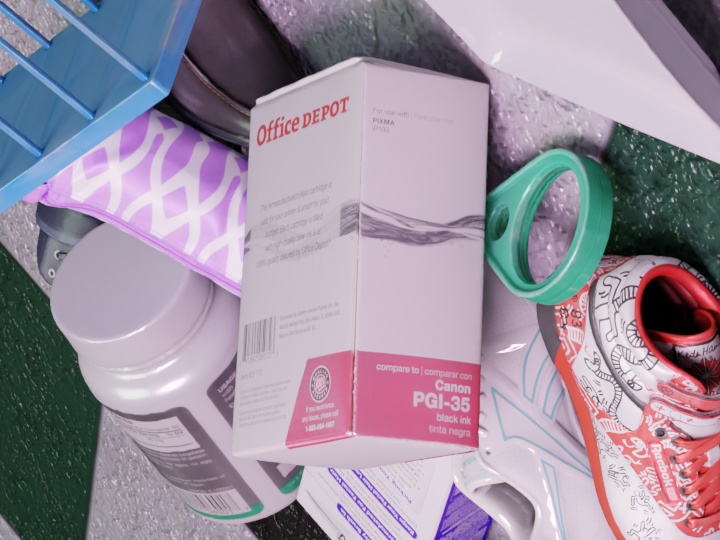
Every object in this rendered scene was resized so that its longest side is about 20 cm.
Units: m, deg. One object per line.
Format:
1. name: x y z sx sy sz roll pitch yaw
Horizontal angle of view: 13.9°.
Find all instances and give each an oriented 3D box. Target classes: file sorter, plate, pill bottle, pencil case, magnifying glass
1. file sorter: -0.196 -0.134 1.636 0.123 0.139 0.200 39 132 -23
2. plate: 0.085 -0.131 1.388 0.199 0.032 0.200 29 171 43
3. pill bottle: -0.104 0.060 1.811 0.113 0.113 0.200 33 164 40
4. pencil case: -0.091 -0.030 1.697 0.199 0.086 0.084 29 159 -5
5. magnifying glass: 0.073 -0.025 1.562 0.200 0.022 0.080 5 80 64

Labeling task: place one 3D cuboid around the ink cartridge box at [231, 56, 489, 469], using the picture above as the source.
1. ink cartridge box: 0.000 0.000 1.582 0.146 0.082 0.201 -16 69 62

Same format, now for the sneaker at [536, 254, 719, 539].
1. sneaker: 0.165 0.085 1.505 0.108 0.067 0.202 -13 103 64

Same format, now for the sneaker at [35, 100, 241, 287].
1. sneaker: -0.141 -0.041 1.837 0.202 0.077 0.147 35 122 53

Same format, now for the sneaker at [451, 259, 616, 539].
1. sneaker: 0.081 0.077 1.623 0.201 0.080 0.070 61 154 7

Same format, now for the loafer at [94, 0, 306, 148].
1. loafer: -0.093 -0.143 1.709 0.200 0.073 0.072 41 143 29

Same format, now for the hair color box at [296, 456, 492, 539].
1. hair color box: 0.030 0.109 1.756 0.109 0.065 0.200 47 148 21
